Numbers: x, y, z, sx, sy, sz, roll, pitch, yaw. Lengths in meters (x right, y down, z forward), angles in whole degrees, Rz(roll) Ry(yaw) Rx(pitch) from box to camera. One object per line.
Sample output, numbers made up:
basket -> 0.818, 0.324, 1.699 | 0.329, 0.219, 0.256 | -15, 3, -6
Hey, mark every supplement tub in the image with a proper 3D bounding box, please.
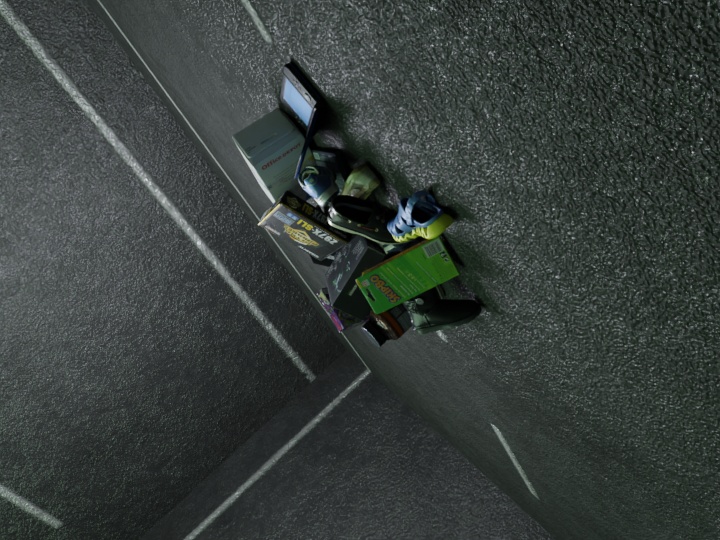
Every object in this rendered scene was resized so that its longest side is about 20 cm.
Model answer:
supplement tub -> 0.097, 0.106, 1.577 | 0.107, 0.200, 0.107 | 46, 169, 12

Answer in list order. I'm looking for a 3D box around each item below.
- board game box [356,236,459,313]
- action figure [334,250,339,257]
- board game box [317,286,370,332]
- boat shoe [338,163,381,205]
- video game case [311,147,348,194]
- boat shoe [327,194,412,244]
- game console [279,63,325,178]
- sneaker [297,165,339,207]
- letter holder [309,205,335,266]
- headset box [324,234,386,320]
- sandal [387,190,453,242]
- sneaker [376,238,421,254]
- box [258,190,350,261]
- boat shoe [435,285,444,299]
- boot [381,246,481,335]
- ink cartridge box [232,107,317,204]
board game box -> 0.097, 0.010, 1.279 | 0.096, 0.199, 0.030 | 59, -169, -16
action figure -> 0.000, -0.045, 1.817 | 0.194, 0.104, 0.200 | 58, -164, -12
board game box -> -0.013, 0.085, 1.618 | 0.120, 0.200, 0.032 | 55, 129, 18
boat shoe -> -0.012, -0.154, 1.365 | 0.063, 0.073, 0.201 | 45, 141, 10
video game case -> -0.054, -0.200, 1.491 | 0.143, 0.019, 0.201 | 28, 143, 60
boat shoe -> 0.029, -0.109, 1.304 | 0.201, 0.074, 0.063 | 14, 149, -2
game console -> -0.148, -0.319, 1.326 | 0.171, 0.118, 0.200 | 49, 168, -3
sneaker -> -0.101, -0.212, 1.388 | 0.077, 0.076, 0.200 | 43, -175, -25
letter holder -> -0.098, -0.106, 1.917 | 0.100, 0.143, 0.200 | 13, 165, 8
headset box -> 0.000, 0.000, 1.492 | 0.093, 0.174, 0.200 | 27, -164, -18
sandal -> 0.105, -0.109, 1.189 | 0.087, 0.079, 0.200 | 55, 159, -11
sneaker -> 0.068, -0.087, 1.384 | 0.200, 0.075, 0.085 | 36, 159, 38
box -> -0.143, -0.110, 1.562 | 0.200, 0.049, 0.160 | 31, 150, -19
boat shoe -> 0.137, 0.011, 1.472 | 0.075, 0.062, 0.200 | 35, 161, 55
boot -> 0.156, 0.034, 1.334 | 0.066, 0.164, 0.201 | -73, -39, -65
ink cartridge box -> -0.205, -0.279, 1.566 | 0.145, 0.147, 0.200 | 51, 172, 36
